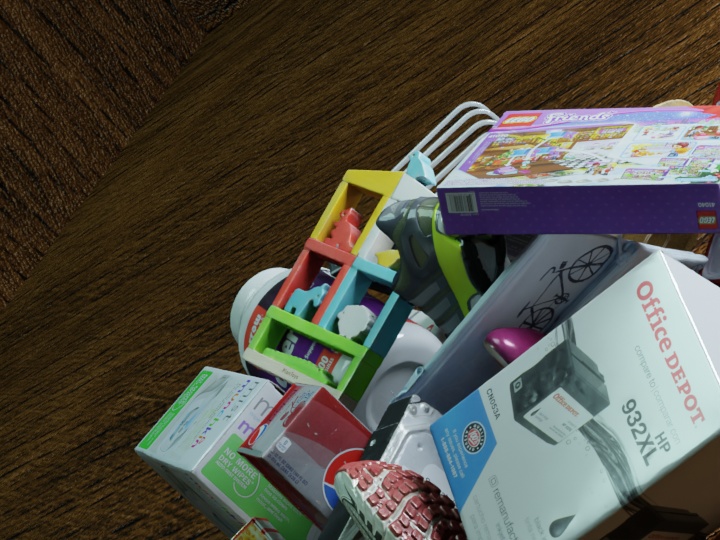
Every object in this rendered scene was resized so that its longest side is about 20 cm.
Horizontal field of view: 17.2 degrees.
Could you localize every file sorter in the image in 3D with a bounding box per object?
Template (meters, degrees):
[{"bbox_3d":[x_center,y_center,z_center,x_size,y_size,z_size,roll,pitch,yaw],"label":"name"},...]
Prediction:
[{"bbox_3d":[0.108,-0.058,2.147,0.139,0.125,0.200,-43,15,7],"label":"file sorter"}]

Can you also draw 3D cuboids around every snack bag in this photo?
[{"bbox_3d":[0.136,0.044,1.691,0.189,0.200,0.021,-50,56,22],"label":"snack bag"}]

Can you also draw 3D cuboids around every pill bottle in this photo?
[{"bbox_3d":[-0.022,0.066,1.879,0.113,0.113,0.200,-48,38,-9],"label":"pill bottle"}]

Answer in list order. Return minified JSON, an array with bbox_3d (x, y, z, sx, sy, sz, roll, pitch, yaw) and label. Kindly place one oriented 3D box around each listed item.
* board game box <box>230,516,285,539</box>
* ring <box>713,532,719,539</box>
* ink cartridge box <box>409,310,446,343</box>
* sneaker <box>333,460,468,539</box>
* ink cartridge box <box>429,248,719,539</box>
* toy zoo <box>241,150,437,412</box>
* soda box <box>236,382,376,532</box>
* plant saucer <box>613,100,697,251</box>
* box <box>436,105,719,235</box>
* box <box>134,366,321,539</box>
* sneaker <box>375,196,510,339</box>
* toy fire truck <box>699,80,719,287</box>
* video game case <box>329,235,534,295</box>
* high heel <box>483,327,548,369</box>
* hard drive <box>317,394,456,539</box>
[{"bbox_3d":[-0.092,0.299,1.691,0.200,0.152,0.046,-44,-13,3],"label":"board game box"},{"bbox_3d":[0.205,0.161,1.513,0.200,0.019,0.201,-41,16,15],"label":"ring"},{"bbox_3d":[0.025,0.109,2.009,0.147,0.083,0.200,-49,16,-12],"label":"ink cartridge box"},{"bbox_3d":[0.038,0.209,1.521,0.082,0.200,0.078,-43,-20,29],"label":"sneaker"},{"bbox_3d":[0.157,0.108,1.481,0.200,0.084,0.145,-39,45,22],"label":"ink cartridge box"},{"bbox_3d":[0.000,0.000,1.796,0.131,0.020,0.201,21,79,51],"label":"toy zoo"},{"bbox_3d":[0.011,0.168,1.661,0.070,0.200,0.063,-48,15,-13],"label":"soda box"},{"bbox_3d":[0.207,-0.029,1.772,0.200,0.035,0.201,-40,-32,-31],"label":"plant saucer"},{"bbox_3d":[0.168,-0.068,1.606,0.199,0.039,0.137,0,26,26],"label":"box"},{"bbox_3d":[-0.052,0.174,1.824,0.097,0.200,0.176,-49,16,-12],"label":"box"},{"bbox_3d":[0.069,0.015,1.726,0.081,0.200,0.074,9,48,27],"label":"sneaker"},{"bbox_3d":[0.316,-0.062,1.674,0.200,0.112,0.169,-1,70,70],"label":"toy fire truck"},{"bbox_3d":[0.093,-0.023,1.851,0.200,0.143,0.019,-29,55,40],"label":"video game case"},{"bbox_3d":[0.158,0.049,1.650,0.096,0.067,0.200,-50,-30,9],"label":"high heel"},{"bbox_3d":[0.038,0.202,1.595,0.038,0.140,0.200,-26,28,52],"label":"hard drive"}]
